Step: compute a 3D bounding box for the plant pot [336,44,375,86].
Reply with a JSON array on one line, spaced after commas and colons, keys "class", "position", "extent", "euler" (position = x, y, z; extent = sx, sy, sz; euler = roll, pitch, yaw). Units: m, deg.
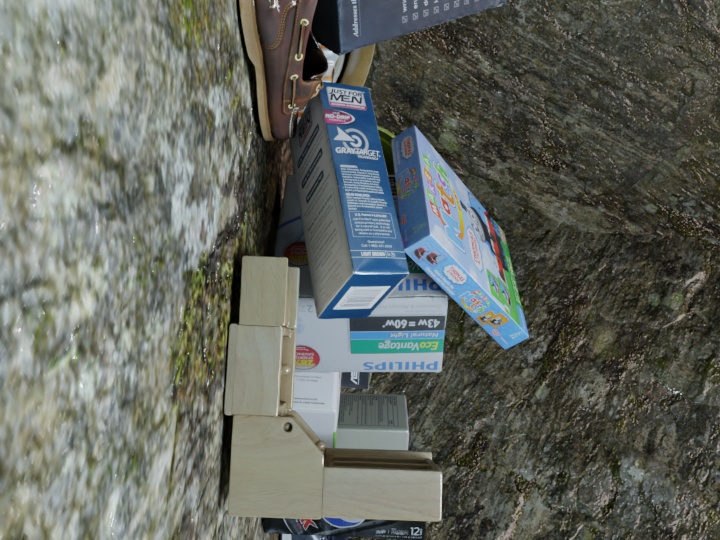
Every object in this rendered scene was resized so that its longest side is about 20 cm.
[{"class": "plant pot", "position": [-0.041, -0.268, 1.008], "extent": [0.200, 0.027, 0.204], "euler": [-45, -146, 42]}]

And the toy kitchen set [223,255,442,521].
[{"class": "toy kitchen set", "position": [-0.022, 0.103, 0.643], "extent": [0.163, 0.175, 0.207], "euler": [101, -9, -84]}]

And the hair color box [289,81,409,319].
[{"class": "hair color box", "position": [-0.016, -0.067, 0.681], "extent": [0.100, 0.059, 0.205], "euler": [132, -48, -55]}]

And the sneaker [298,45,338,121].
[{"class": "sneaker", "position": [-0.062, -0.252, 0.846], "extent": [0.078, 0.076, 0.205], "euler": [-113, -155, -58]}]

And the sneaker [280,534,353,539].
[{"class": "sneaker", "position": [-0.051, 0.383, 1.058], "extent": [0.077, 0.141, 0.209], "euler": [-50, 141, -87]}]

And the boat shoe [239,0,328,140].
[{"class": "boat shoe", "position": [-0.063, -0.181, 0.628], "extent": [0.201, 0.068, 0.072], "euler": [96, -7, -69]}]

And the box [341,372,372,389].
[{"class": "box", "position": [0.007, 0.070, 1.106], "extent": [0.200, 0.043, 0.165], "euler": [-64, 159, -74]}]

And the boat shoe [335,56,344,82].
[{"class": "boat shoe", "position": [-0.058, -0.315, 0.954], "extent": [0.075, 0.071, 0.205], "euler": [6, -104, 58]}]

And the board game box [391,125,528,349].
[{"class": "board game box", "position": [0.104, -0.032, 0.734], "extent": [0.199, 0.036, 0.154], "euler": [40, 34, -39]}]

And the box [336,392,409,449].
[{"class": "box", "position": [-0.018, 0.287, 1.209], "extent": [0.128, 0.194, 0.112], "euler": [-85, 177, -73]}]

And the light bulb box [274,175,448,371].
[{"class": "light bulb box", "position": [0.000, 0.000, 0.825], "extent": [0.203, 0.192, 0.127], "euler": [-89, 178, -45]}]

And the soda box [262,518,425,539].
[{"class": "soda box", "position": [-0.018, 0.274, 0.853], "extent": [0.071, 0.194, 0.065], "euler": [-87, 179, -70]}]

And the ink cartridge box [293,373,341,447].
[{"class": "ink cartridge box", "position": [-0.067, 0.132, 1.000], "extent": [0.147, 0.081, 0.205], "euler": [94, -1, -56]}]

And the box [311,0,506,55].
[{"class": "box", "position": [0.027, -0.329, 0.625], "extent": [0.124, 0.193, 0.204], "euler": [41, -34, 42]}]

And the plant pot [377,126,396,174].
[{"class": "plant pot", "position": [-0.016, -0.146, 1.259], "extent": [0.193, 0.194, 0.207], "euler": [-162, -106, -78]}]
